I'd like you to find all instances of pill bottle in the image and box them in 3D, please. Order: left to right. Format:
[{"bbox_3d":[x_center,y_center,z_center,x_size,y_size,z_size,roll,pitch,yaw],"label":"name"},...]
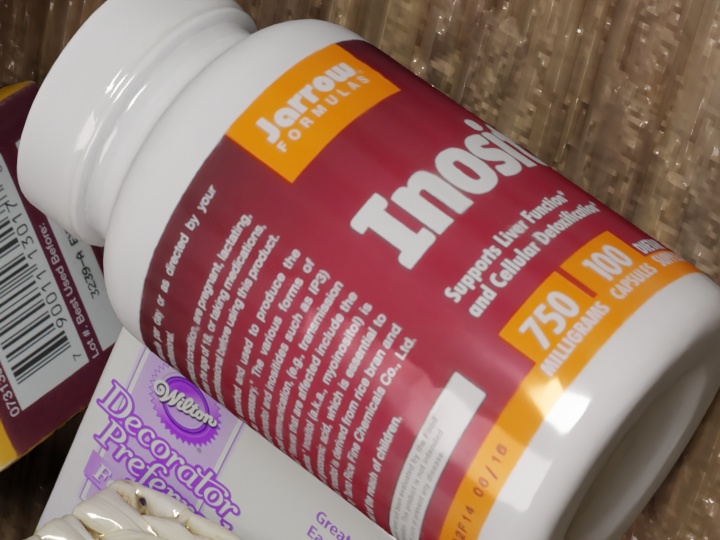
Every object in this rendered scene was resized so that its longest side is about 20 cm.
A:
[{"bbox_3d":[0.000,0.000,0.791,0.200,0.113,0.113,35,132,18],"label":"pill bottle"}]

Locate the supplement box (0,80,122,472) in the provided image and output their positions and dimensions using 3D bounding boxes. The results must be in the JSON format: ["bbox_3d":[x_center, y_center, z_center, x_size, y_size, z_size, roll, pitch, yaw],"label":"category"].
[{"bbox_3d":[-0.186,0.010,0.968,0.199,0.086,0.111,-6,111,41],"label":"supplement box"}]

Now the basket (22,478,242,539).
[{"bbox_3d":[-0.073,0.185,0.869,0.135,0.123,0.201,27,130,23],"label":"basket"}]

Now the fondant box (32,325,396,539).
[{"bbox_3d":[-0.039,0.110,0.925,0.144,0.058,0.200,40,132,15],"label":"fondant box"}]
